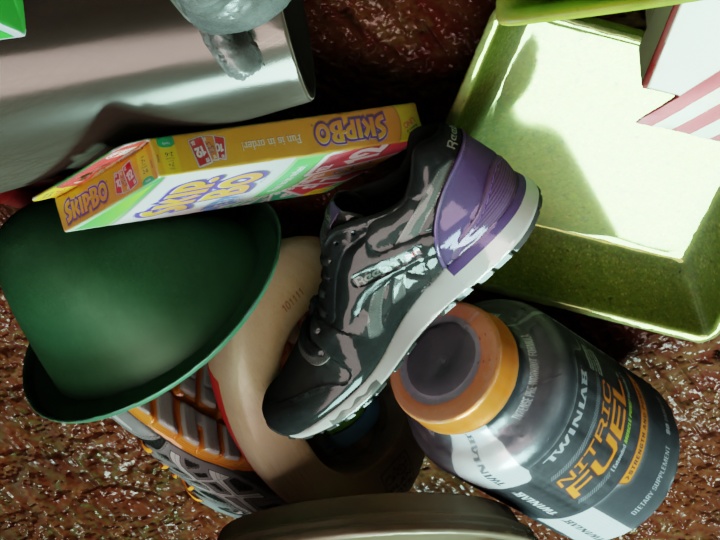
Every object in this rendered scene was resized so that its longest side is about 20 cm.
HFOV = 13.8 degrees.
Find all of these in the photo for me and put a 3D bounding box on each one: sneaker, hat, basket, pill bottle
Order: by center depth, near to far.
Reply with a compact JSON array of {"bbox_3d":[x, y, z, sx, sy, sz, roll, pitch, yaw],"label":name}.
[{"bbox_3d":[-0.132,-0.122,1.541,0.199,0.136,0.180,-12,165,6],"label":"basket"},{"bbox_3d":[-0.171,-0.031,1.611,0.200,0.166,0.176,-27,123,18],"label":"hat"},{"bbox_3d":[0.000,0.000,1.617,0.088,0.076,0.200,37,105,-23],"label":"sneaker"},{"bbox_3d":[0.095,0.081,1.696,0.106,0.106,0.200,-24,150,23],"label":"pill bottle"},{"bbox_3d":[-0.088,0.107,1.794,0.200,0.078,0.077,31,132,-25],"label":"sneaker"}]

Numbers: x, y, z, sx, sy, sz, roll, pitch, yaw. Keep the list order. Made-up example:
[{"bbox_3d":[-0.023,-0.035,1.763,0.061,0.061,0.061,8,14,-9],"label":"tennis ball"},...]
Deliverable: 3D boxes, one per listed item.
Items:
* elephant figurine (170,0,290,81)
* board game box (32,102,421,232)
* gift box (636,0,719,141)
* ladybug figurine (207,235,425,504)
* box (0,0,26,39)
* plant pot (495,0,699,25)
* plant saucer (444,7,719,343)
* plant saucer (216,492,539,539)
[{"bbox_3d":[-0.026,-0.211,1.402,0.200,0.155,0.142,-39,88,-2],"label":"elephant figurine"},{"bbox_3d":[-0.070,-0.055,1.581,0.200,0.030,0.095,-7,167,-39],"label":"board game box"},{"bbox_3d":[0.218,-0.171,1.444,0.199,0.187,0.185,7,133,-5],"label":"gift box"},{"bbox_3d":[-0.029,0.065,1.727,0.072,0.136,0.200,12,139,45],"label":"ladybug figurine"},{"bbox_3d":[-0.264,-0.203,1.426,0.176,0.201,0.097,-6,177,8],"label":"box"},{"bbox_3d":[0.098,-0.214,1.275,0.200,0.200,0.181,-5,158,41],"label":"plant pot"},{"bbox_3d":[0.138,-0.063,1.642,0.199,0.048,0.200,14,132,-10],"label":"plant saucer"},{"bbox_3d":[0.005,0.158,1.715,0.199,0.030,0.200,-3,165,-1],"label":"plant saucer"}]
